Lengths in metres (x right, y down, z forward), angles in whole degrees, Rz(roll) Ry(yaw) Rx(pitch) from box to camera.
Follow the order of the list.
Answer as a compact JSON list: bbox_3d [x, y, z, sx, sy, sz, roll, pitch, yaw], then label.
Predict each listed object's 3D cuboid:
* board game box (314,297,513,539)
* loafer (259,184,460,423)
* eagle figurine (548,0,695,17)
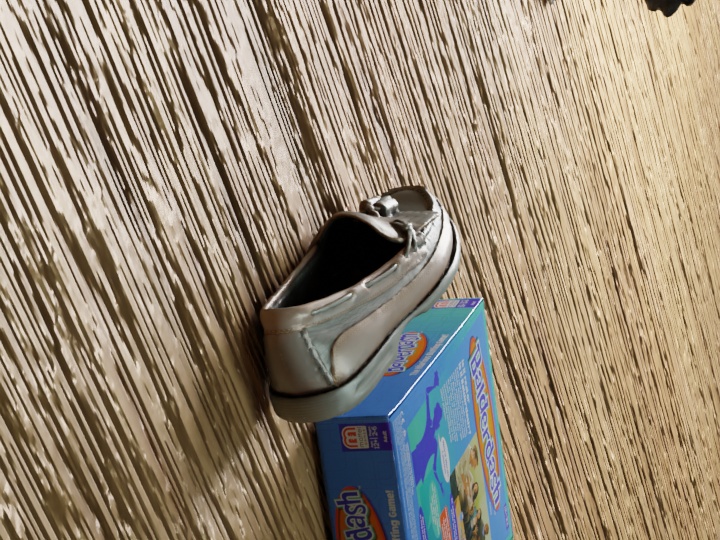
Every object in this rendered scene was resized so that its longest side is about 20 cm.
[{"bbox_3d":[0.033,0.117,1.446,0.200,0.045,0.153,-44,129,-66],"label":"board game box"},{"bbox_3d":[0.000,0.000,1.331,0.200,0.072,0.063,-59,136,-54],"label":"loafer"},{"bbox_3d":[0.171,-0.287,1.806,0.152,0.150,0.201,-78,148,-64],"label":"eagle figurine"}]
